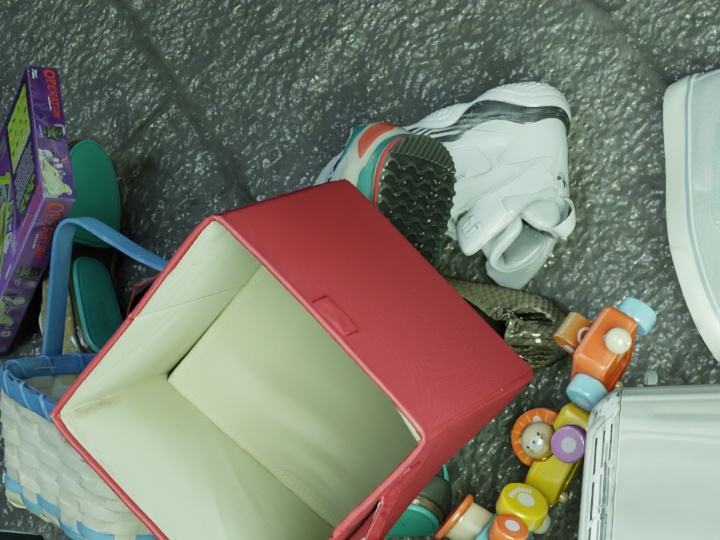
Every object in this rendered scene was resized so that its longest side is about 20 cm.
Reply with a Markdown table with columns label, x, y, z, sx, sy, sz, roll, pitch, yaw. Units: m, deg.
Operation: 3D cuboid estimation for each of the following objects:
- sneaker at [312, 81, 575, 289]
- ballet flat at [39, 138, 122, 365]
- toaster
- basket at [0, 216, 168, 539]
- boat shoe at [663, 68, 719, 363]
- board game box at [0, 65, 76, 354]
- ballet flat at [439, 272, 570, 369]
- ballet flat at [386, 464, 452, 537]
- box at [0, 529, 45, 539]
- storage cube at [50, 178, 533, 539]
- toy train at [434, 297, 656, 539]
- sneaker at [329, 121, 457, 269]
| label | x | y | z | sx | sy | sz | roll | pitch | yaw |
| --- | --- | --- | --- | --- | --- | --- | --- | --- | --- |
| sneaker | 0.053 | -0.038 | 1.519 | 0.199 | 0.075 | 0.116 | -23 | 54 | 22 |
| ballet flat | -0.213 | -0.004 | 1.707 | 0.070 | 0.071 | 0.201 | -25 | 56 | 24 |
| toaster | 0.185 | 0.154 | 1.285 | 0.128 | 0.114 | 0.202 | 4 | 70 | 7 |
| basket | -0.161 | 0.080 | 1.562 | 0.176 | 0.138 | 0.202 | 27 | 115 | 40 |
| boat shoe | 0.229 | -0.040 | 1.397 | 0.071 | 0.070 | 0.202 | -21 | 55 | 30 |
| board game box | -0.254 | -0.042 | 1.705 | 0.200 | 0.032 | 0.121 | 123 | 147 | -48 |
| ballet flat | 0.047 | 0.033 | 1.499 | 0.199 | 0.046 | 0.068 | 9 | 104 | 36 |
| ballet flat | -0.030 | 0.146 | 1.505 | 0.198 | 0.068 | 0.069 | -8 | 54 | 21 |
| box | -0.242 | 0.303 | 1.511 | 0.182 | 0.104 | 0.200 | -42 | 70 | 9 |
| storage cube | -0.037 | 0.071 | 1.353 | 0.200 | 0.180 | 0.171 | 46 | 113 | 12 |
| toy train | 0.099 | 0.106 | 1.357 | 0.055 | 0.150 | 0.201 | 30 | 75 | 15 |
| sneaker | 0.000 | -0.001 | 1.487 | 0.093 | 0.070 | 0.201 | 34 | 113 | 57 |
